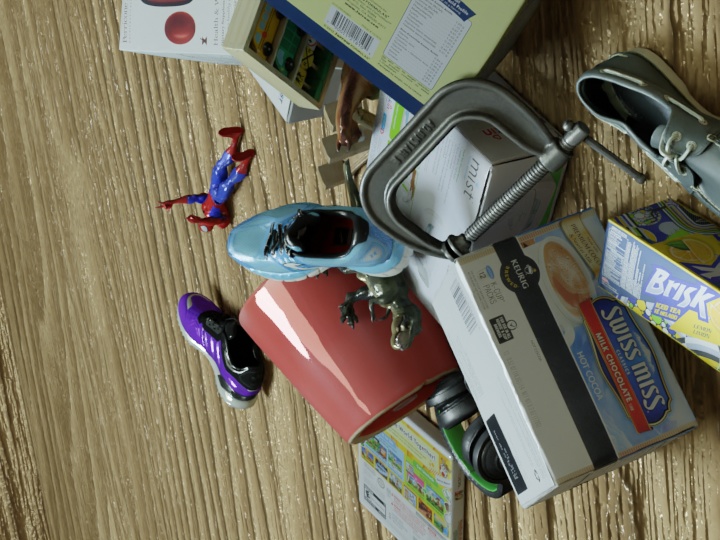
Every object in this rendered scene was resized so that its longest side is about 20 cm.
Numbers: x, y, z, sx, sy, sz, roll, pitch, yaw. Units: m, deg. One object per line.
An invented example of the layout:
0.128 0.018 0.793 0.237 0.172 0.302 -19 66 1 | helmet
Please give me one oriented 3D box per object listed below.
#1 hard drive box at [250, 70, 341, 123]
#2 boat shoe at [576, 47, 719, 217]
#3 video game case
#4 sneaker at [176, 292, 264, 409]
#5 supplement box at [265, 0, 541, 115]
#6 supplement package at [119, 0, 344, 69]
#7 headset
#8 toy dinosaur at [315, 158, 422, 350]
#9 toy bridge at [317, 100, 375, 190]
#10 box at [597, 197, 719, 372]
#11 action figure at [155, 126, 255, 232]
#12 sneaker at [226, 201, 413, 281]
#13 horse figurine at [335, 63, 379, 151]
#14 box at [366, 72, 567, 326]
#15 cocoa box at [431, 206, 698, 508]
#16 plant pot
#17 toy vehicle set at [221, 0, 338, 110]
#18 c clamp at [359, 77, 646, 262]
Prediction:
-0.082 -0.288 1.426 0.200 0.077 0.156 56 147 31 | hard drive box
0.235 -0.091 0.960 0.200 0.062 0.073 54 146 34 | boat shoe
0.056 0.241 1.505 0.200 0.023 0.183 36 134 51 | video game case
-0.190 0.091 1.841 0.200 0.069 0.100 54 139 27 | sneaker
0.054 -0.261 1.045 0.200 0.134 0.200 37 145 2 | supplement box
-0.118 -0.300 1.269 0.200 0.147 0.192 11 99 46 | supplement package
0.130 0.145 1.293 0.124 0.094 0.200 52 161 28 | headset
0.000 0.000 1.250 0.088 0.047 0.201 -36 65 31 | toy dinosaur
-0.008 -0.137 1.367 0.200 0.067 0.027 106 143 -74 | toy bridge
0.268 0.023 0.950 0.200 0.070 0.065 42 140 45 | box
-0.212 -0.106 1.744 0.065 0.099 0.200 62 153 24 | action figure
-0.051 -0.036 1.212 0.199 0.090 0.079 -4 78 35 | sneaker
0.019 -0.220 1.214 0.050 0.132 0.201 24 113 17 | horse figurine
0.088 -0.075 1.202 0.177 0.096 0.201 49 143 38 | box
0.164 0.074 1.076 0.133 0.131 0.201 107 141 -72 | cocoa box
-0.001 0.072 1.365 0.178 0.200 0.201 55 148 13 | plant pot
-0.047 -0.262 1.168 0.026 0.124 0.201 12 79 35 | toy vehicle set
0.102 -0.070 1.063 0.171 0.027 0.200 41 124 -17 | c clamp
